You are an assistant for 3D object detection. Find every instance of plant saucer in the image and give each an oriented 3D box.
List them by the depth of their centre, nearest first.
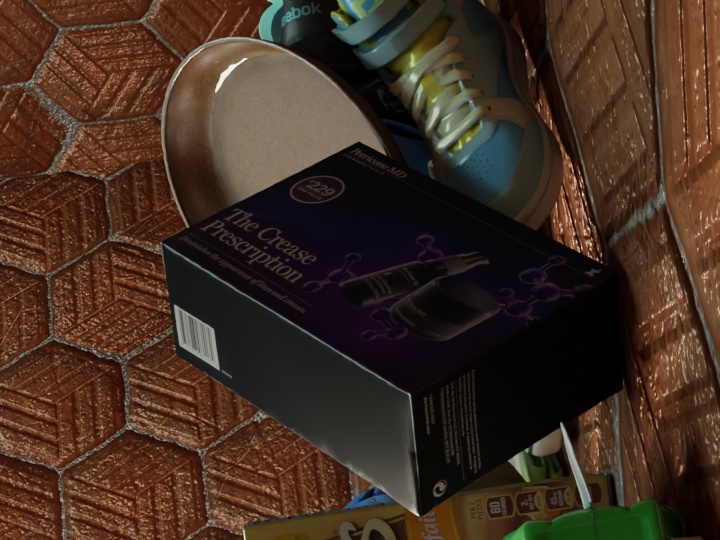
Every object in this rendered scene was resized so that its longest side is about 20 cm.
[{"bbox_3d":[-0.035,-0.048,1.242,0.200,0.032,0.201,25,132,31],"label":"plant saucer"}]

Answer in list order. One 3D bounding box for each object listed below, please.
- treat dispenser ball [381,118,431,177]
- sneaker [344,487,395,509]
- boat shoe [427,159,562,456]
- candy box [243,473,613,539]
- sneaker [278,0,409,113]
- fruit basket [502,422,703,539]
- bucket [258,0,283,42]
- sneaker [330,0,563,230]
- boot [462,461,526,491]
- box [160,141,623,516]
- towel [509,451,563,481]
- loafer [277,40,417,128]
[{"bbox_3d":[0.000,0.000,1.397,0.201,0.200,0.202,173,90,-86],"label":"treat dispenser ball"},{"bbox_3d":[0.014,0.181,1.379,0.079,0.066,0.200,-58,-8,-7],"label":"sneaker"},{"bbox_3d":[0.077,0.018,1.276,0.071,0.070,0.201,95,167,-71],"label":"boat shoe"},{"bbox_3d":[0.042,0.180,1.150,0.055,0.199,0.116,117,145,-84],"label":"candy box"},{"bbox_3d":[0.020,-0.146,1.303,0.200,0.075,0.080,5,-112,-57],"label":"sneaker"},{"bbox_3d":[0.125,0.184,0.966,0.200,0.093,0.186,57,-158,-62],"label":"fruit basket"},{"bbox_3d":[-0.005,-0.168,1.618,0.207,0.134,0.208,173,90,-85],"label":"bucket"},{"bbox_3d":[0.038,-0.102,1.170,0.130,0.079,0.200,39,-157,-33],"label":"sneaker"},{"bbox_3d":[0.063,0.214,1.285,0.156,0.073,0.200,-59,47,38],"label":"boot"},{"bbox_3d":[0.014,0.022,1.082,0.200,0.141,0.079,29,134,42],"label":"box"},{"bbox_3d":[0.110,0.144,1.396,0.200,0.031,0.150,-112,12,-65],"label":"towel"},{"bbox_3d":[0.005,-0.106,1.492,0.200,0.073,0.072,42,-128,-37],"label":"loafer"}]
